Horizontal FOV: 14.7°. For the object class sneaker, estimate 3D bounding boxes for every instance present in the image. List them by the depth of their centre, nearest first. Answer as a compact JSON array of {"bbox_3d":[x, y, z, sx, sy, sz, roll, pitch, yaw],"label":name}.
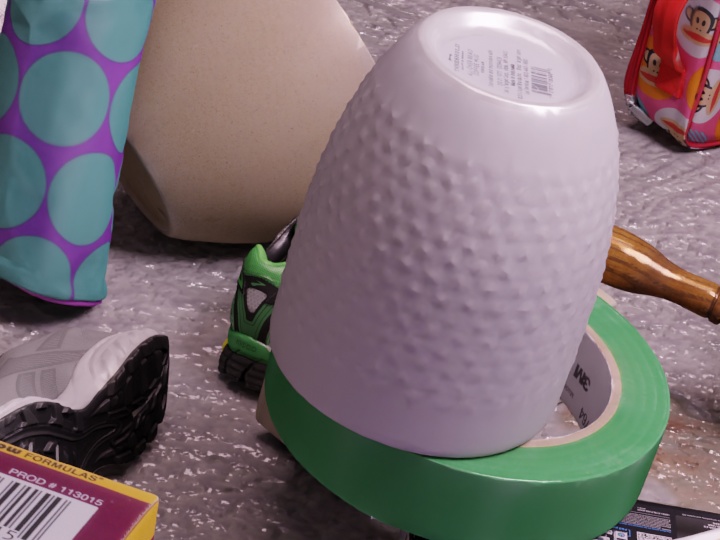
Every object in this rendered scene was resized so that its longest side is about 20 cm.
[{"bbox_3d":[-0.169,0.080,1.384,0.079,0.074,0.200,11,20,21],"label":"sneaker"},{"bbox_3d":[0.000,0.000,1.561,0.078,0.086,0.200,24,30,24],"label":"sneaker"}]

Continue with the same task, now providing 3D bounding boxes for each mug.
[{"bbox_3d":[0.053,-0.039,1.325,0.147,0.176,0.200,20,33,5],"label":"mug"}]

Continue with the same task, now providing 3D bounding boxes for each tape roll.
[{"bbox_3d":[0.053,0.058,1.387,0.199,0.048,0.201,12,34,-8],"label":"tape roll"}]

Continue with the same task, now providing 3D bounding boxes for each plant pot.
[{"bbox_3d":[-0.080,-0.094,1.627,0.134,0.201,0.200,-34,44,-14],"label":"plant pot"}]

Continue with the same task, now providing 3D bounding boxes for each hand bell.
[{"bbox_3d":[0.193,0.016,1.542,0.199,0.105,0.104,26,30,8],"label":"hand bell"}]

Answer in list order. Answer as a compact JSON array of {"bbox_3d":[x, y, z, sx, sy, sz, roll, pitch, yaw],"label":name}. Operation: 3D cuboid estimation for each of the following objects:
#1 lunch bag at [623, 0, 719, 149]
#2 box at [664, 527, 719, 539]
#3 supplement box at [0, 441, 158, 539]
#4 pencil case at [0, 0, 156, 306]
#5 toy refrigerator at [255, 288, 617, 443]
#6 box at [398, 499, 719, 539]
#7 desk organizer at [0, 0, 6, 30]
[{"bbox_3d":[0.254,-0.180,1.858,0.176,0.201,0.082,-18,43,-42],"label":"lunch bag"},{"bbox_3d":[0.195,0.208,1.163,0.112,0.102,0.201,-10,51,-22],"label":"box"},{"bbox_3d":[-0.165,0.170,1.069,0.130,0.201,0.103,17,29,12],"label":"supplement box"},{"bbox_3d":[-0.165,-0.086,1.541,0.085,0.201,0.092,12,8,3],"label":"pencil case"},{"bbox_3d":[0.042,0.050,1.503,0.076,0.070,0.199,37,38,29],"label":"toy refrigerator"},{"bbox_3d":[0.114,0.175,1.316,0.199,0.050,0.199,10,29,-2],"label":"box"},{"bbox_3d":[-0.254,-0.183,1.816,0.200,0.077,0.072,36,68,13],"label":"desk organizer"}]
